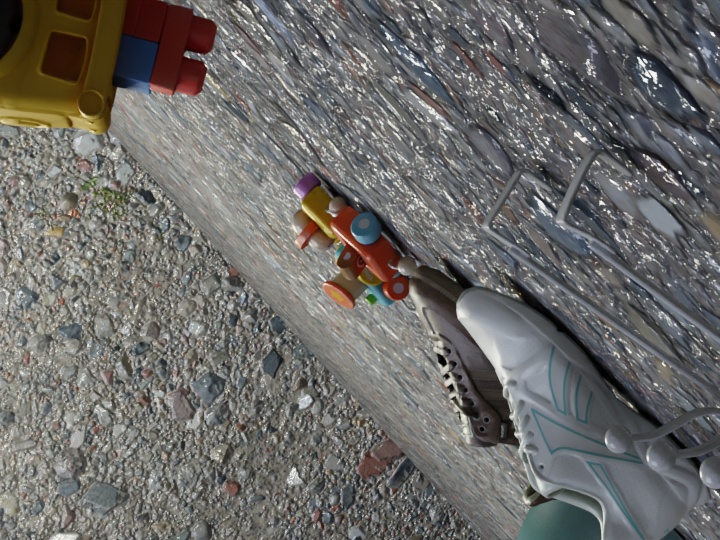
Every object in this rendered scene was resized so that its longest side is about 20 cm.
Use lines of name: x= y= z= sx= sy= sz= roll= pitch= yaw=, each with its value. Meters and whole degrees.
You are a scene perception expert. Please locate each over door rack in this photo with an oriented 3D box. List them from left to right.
over door rack: x=0.131 y=0.042 z=0.795 sx=0.200 sy=0.067 sz=0.148 roll=47 pitch=173 yaw=-7

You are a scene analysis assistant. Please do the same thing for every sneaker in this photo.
sneaker: x=0.093 y=0.087 z=1.320 sx=0.200 sy=0.076 sz=0.070 roll=47 pitch=174 yaw=-9
sneaker: x=0.123 y=0.092 z=1.140 sx=0.200 sy=0.080 sz=0.070 roll=46 pitch=176 yaw=13

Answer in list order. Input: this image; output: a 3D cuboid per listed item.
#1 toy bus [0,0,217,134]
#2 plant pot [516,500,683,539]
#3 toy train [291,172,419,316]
toy bus: x=-0.183 y=-0.183 z=1.166 sx=0.191 sy=0.201 sz=0.136 roll=10 pitch=177 yaw=-4
plant pot: x=0.200 y=0.265 z=1.504 sx=0.200 sy=0.134 sz=0.200 roll=45 pitch=175 yaw=5
toy train: x=0.000 y=0.000 z=1.496 sx=0.150 sy=0.056 sz=0.200 roll=43 pitch=173 yaw=32
